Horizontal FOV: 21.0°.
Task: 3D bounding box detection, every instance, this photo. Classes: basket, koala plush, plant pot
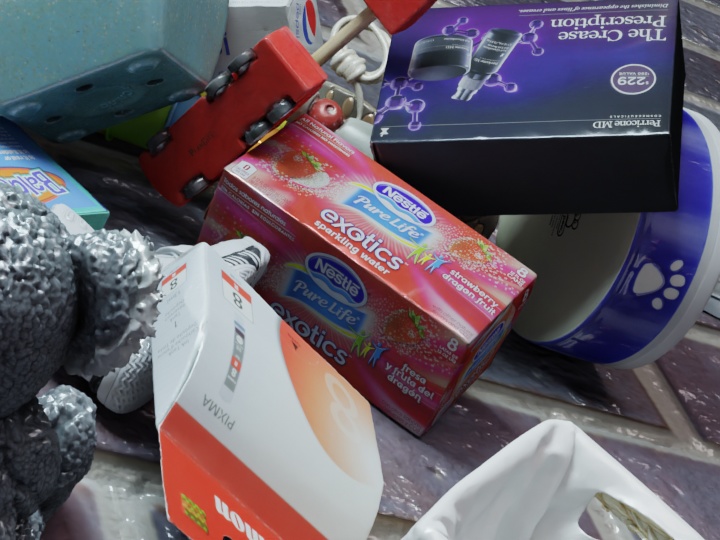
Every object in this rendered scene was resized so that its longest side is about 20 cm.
[{"bbox_3d":[0.084,0.183,1.006,0.136,0.123,0.200,42,27,12],"label":"basket"},{"bbox_3d":[-0.186,0.046,0.893,0.177,0.200,0.184,23,26,-14],"label":"koala plush"},{"bbox_3d":[-0.189,-0.199,1.259,0.196,0.196,0.201,34,38,-75],"label":"plant pot"}]

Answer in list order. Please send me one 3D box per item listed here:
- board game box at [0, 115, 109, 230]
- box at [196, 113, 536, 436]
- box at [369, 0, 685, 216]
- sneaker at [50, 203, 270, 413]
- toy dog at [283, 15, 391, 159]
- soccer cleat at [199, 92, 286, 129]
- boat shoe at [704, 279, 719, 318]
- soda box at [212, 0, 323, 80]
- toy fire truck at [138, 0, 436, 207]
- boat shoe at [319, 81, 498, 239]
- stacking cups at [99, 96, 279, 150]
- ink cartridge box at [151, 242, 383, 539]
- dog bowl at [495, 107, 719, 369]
[{"bbox_3d":[-0.275,-0.073,1.203,0.200,0.045,0.152,42,27,25],"label":"board game box"},{"bbox_3d":[0.000,0.000,1.278,0.200,0.096,0.100,36,41,13],"label":"box"},{"bbox_3d":[0.118,-0.112,1.331,0.199,0.079,0.141,-1,50,13],"label":"box"},{"bbox_3d":[-0.135,0.004,1.171,0.115,0.075,0.200,36,29,6],"label":"sneaker"},{"bbox_3d":[-0.004,-0.077,1.439,0.132,0.096,0.200,-28,75,-26],"label":"toy dog"},{"bbox_3d":[-0.122,-0.154,1.470,0.200,0.084,0.065,32,25,4],"label":"soccer cleat"},{"bbox_3d":[0.278,-0.023,1.649,0.202,0.086,0.075,25,25,-11],"label":"boat shoe"},{"bbox_3d":[-0.132,-0.176,1.392,0.199,0.068,0.064,2,37,18],"label":"soda box"},{"bbox_3d":[-0.048,-0.130,1.296,0.049,0.200,0.141,51,35,0],"label":"toy fire truck"},{"bbox_3d":[0.021,-0.079,1.516,0.200,0.075,0.073,38,10,10],"label":"boat shoe"},{"bbox_3d":[-0.115,-0.097,1.364,0.200,0.061,0.061,21,25,4],"label":"stacking cups"},{"bbox_3d":[-0.045,0.097,1.043,0.162,0.050,0.200,46,15,-32],"label":"ink cartridge box"},{"bbox_3d":[0.183,-0.032,1.431,0.079,0.200,0.200,15,29,-25],"label":"dog bowl"}]
